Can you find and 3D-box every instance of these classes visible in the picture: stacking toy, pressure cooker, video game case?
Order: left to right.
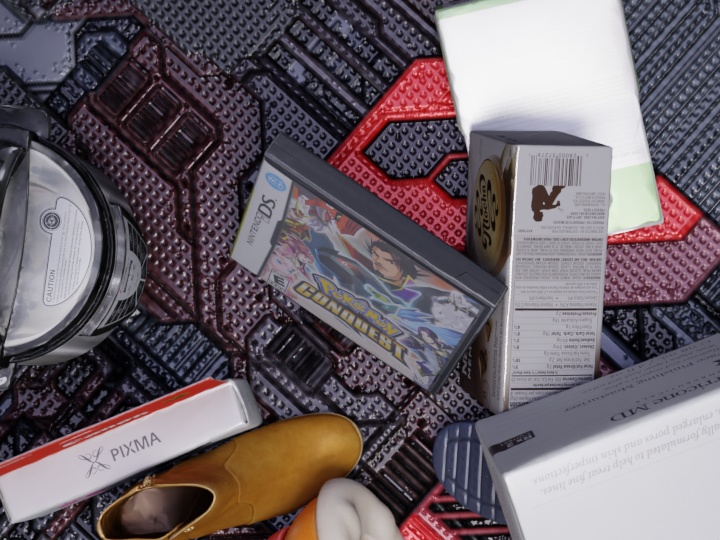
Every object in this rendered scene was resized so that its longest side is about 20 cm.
[{"bbox_3d":[-0.261,-0.013,1.446,0.178,0.200,0.177,-36,84,1],"label":"pressure cooker"},{"bbox_3d":[-0.063,0.258,1.467,0.199,0.146,0.147,-25,85,17],"label":"stacking toy"},{"bbox_3d":[0.000,0.000,1.439,0.199,0.181,0.026,34,63,4],"label":"video game case"}]

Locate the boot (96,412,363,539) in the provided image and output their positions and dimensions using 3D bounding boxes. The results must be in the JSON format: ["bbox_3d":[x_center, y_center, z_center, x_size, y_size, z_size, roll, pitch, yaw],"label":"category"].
[{"bbox_3d":[-0.095,0.164,1.452,0.199,0.144,0.071,-21,86,2],"label":"boot"}]

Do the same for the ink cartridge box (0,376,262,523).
[{"bbox_3d":[-0.179,0.135,1.444,0.198,0.174,0.044,-23,86,3],"label":"ink cartridge box"}]

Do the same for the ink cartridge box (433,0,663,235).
[{"bbox_3d":[0.147,-0.123,1.502,0.144,0.048,0.202,-12,100,3],"label":"ink cartridge box"}]

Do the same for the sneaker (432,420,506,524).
[{"bbox_3d":[0.153,0.155,1.475,0.198,0.082,0.075,10,102,15],"label":"sneaker"}]

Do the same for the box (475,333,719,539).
[{"bbox_3d":[0.208,0.178,1.348,0.197,0.131,0.202,-20,103,-1],"label":"box"}]

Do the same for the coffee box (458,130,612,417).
[{"bbox_3d":[0.128,0.001,1.436,0.079,0.113,0.202,0,100,-14],"label":"coffee box"}]
